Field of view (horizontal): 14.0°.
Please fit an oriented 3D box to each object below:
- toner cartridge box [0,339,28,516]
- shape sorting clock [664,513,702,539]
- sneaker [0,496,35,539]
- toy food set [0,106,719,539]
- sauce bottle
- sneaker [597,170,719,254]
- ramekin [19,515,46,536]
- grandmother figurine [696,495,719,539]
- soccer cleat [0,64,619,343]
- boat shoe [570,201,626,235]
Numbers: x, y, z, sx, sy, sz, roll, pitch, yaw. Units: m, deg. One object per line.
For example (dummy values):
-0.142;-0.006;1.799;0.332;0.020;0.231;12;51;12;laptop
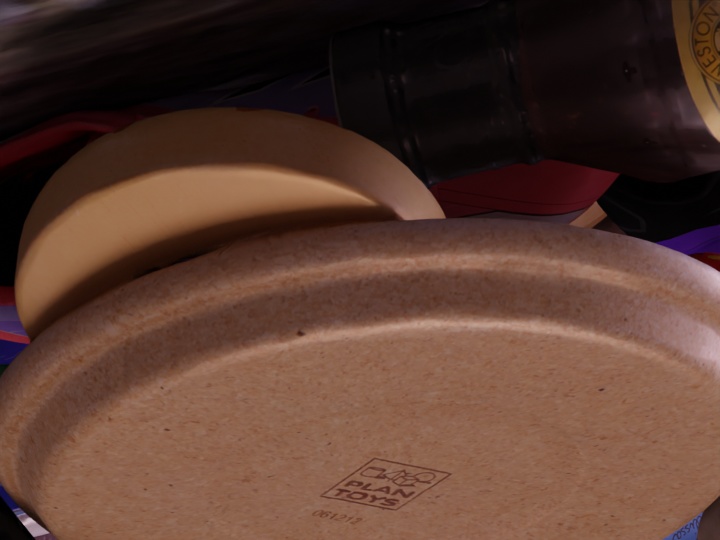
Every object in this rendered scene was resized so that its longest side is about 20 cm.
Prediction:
-0.046;0.007;0.810;0.199;0.096;0.043;-15;176;19;toner cartridge box
0.056;0.073;0.963;0.199;0.039;0.200;-7;-149;4;shape sorting clock
-0.113;0.062;0.746;0.075;0.200;0.079;-36;176;18;sneaker
0.002;0.031;0.702;0.199;0.049;0.198;4;150;-18;toy food set
0.093;-0.054;0.658;0.199;0.066;0.066;-15;175;9;sauce bottle
0.131;-0.057;0.728;0.099;0.070;0.200;25;136;-34;sneaker
-0.122;0.050;1.096;0.201;0.095;0.202;-14;176;-1;ramekin
0.150;0.029;0.772;0.200;0.060;0.121;-51;180;-29;grandmother figurine
-0.026;-0.022;0.736;0.199;0.067;0.076;-13;171;22;soccer cleat
0.000;0.000;0.860;0.199;0.071;0.070;-10;150;21;boat shoe
